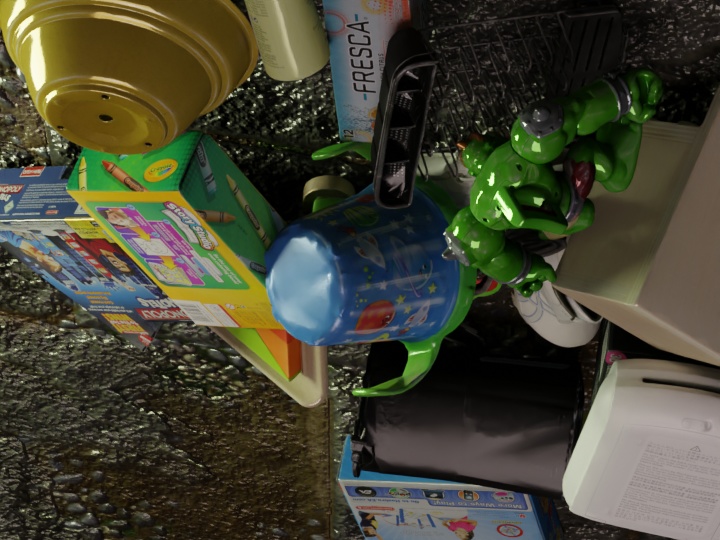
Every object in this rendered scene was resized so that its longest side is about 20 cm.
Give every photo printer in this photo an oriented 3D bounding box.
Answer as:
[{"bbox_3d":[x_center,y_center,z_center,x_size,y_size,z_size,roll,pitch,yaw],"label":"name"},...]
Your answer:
[{"bbox_3d":[0.263,0.145,1.706,0.165,0.070,0.201,12,146,1],"label":"photo printer"}]

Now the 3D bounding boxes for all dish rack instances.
[{"bbox_3d":[0.104,-0.126,1.544,0.198,0.055,0.154,-9,143,-15],"label":"dish rack"}]

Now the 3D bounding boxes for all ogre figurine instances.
[{"bbox_3d":[0.134,-0.064,1.517,0.119,0.099,0.200,-1,152,-44],"label":"ogre figurine"}]

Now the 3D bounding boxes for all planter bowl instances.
[{"bbox_3d":[-0.179,-0.142,1.520,0.199,0.084,0.201,8,154,4],"label":"planter bowl"}]

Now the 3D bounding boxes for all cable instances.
[{"bbox_3d":[0.101,0.002,1.691,0.097,0.051,0.199,23,159,-39],"label":"cable"}]

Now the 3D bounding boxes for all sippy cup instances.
[{"bbox_3d":[0.000,0.000,1.630,0.130,0.178,0.140,-12,149,-42],"label":"sippy cup"}]

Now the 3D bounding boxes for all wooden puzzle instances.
[{"bbox_3d":[-0.102,0.016,1.816,0.185,0.037,0.201,39,151,22],"label":"wooden puzzle"}]

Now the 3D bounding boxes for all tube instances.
[{"bbox_3d":[-0.069,-0.227,1.461,0.058,0.052,0.201,9,134,32],"label":"tube"}]

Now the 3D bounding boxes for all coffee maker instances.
[{"bbox_3d":[0.098,0.142,1.877,0.198,0.193,0.135,7,130,5],"label":"coffee maker"}]

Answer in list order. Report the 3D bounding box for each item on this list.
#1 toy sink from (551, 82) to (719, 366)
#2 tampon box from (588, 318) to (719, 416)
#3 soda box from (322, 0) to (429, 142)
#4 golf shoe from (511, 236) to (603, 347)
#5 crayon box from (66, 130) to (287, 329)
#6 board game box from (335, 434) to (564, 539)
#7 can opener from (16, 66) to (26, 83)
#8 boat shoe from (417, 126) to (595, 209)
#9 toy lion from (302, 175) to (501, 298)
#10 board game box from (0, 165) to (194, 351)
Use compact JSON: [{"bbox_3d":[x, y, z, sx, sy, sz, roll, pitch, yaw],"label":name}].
[{"bbox_3d":[0.255,-0.046,1.596,0.130,0.201,0.112,28,173,-34],"label":"toy sink"},{"bbox_3d":[0.303,0.070,1.763,0.198,0.127,0.150,9,146,5],"label":"tampon box"},{"bbox_3d":[0.013,-0.179,1.550,0.068,0.064,0.201,6,145,9],"label":"soda box"},{"bbox_3d":[0.173,0.022,1.746,0.078,0.098,0.200,-27,142,-1],"label":"golf shoe"},{"bbox_3d":[-0.126,-0.030,1.653,0.118,0.059,0.200,2,147,35],"label":"crayon box"},{"bbox_3d":[0.096,0.245,2.146,0.198,0.056,0.196,1,145,17],"label":"board game box"},{"bbox_3d":[-0.182,-0.166,1.625,0.199,0.067,0.053,-17,136,27],"label":"can opener"},{"bbox_3d":[0.107,-0.084,1.666,0.198,0.071,0.070,6,120,23],"label":"boat shoe"},{"bbox_3d":[0.039,-0.008,1.801,0.190,0.069,0.201,6,147,-4],"label":"toy lion"},{"bbox_3d":[-0.206,-0.007,1.816,0.199,0.062,0.200,1,145,45],"label":"board game box"}]
